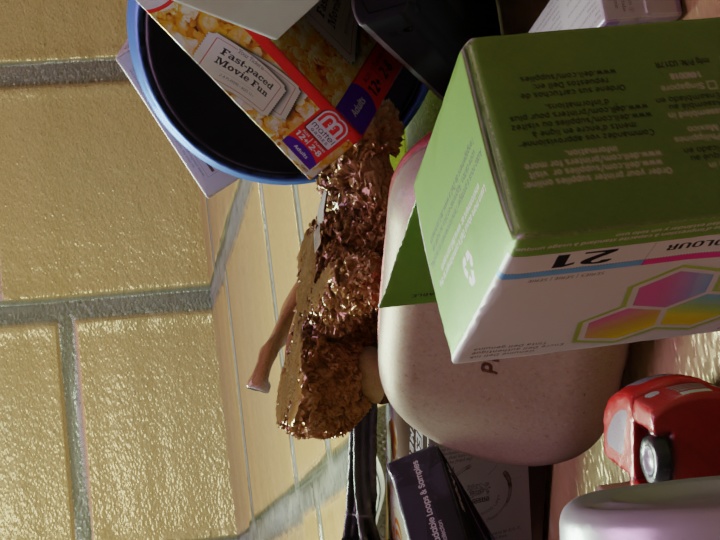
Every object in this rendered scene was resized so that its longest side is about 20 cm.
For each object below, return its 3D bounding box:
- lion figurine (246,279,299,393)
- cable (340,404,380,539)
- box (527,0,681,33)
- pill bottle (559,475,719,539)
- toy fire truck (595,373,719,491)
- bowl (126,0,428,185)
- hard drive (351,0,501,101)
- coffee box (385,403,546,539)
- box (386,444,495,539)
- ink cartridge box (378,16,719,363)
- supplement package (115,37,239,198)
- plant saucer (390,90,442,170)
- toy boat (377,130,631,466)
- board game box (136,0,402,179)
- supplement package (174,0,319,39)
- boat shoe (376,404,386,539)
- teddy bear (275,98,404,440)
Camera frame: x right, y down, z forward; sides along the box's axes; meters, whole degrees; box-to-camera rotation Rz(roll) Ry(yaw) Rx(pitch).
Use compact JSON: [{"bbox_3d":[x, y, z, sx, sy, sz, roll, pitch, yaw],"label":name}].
[{"bbox_3d":[-0.020,0.035,0.940,0.200,0.072,0.123,79,-151,-83],"label":"lion figurine"},{"bbox_3d":[0.011,0.180,0.929,0.097,0.050,0.202,36,-120,-80],"label":"cable"},{"bbox_3d":[0.104,-0.103,0.703,0.200,0.038,0.042,122,140,-71],"label":"box"},{"bbox_3d":[0.135,0.179,0.495,0.111,0.110,0.202,160,105,-78],"label":"pill bottle"},{"bbox_3d":[0.132,0.141,0.642,0.141,0.048,0.202,-151,57,-77],"label":"toy fire truck"},{"bbox_3d":[-0.045,-0.150,0.863,0.039,0.199,0.202,-109,17,-74],"label":"bowl"},{"bbox_3d":[0.038,-0.172,0.778,0.200,0.033,0.141,25,-125,-66],"label":"hard drive"},{"bbox_3d":[0.064,0.148,0.894,0.114,0.079,0.202,-119,26,-63],"label":"coffee box"},{"bbox_3d":[0.078,0.206,0.753,0.200,0.036,0.143,57,-169,-41],"label":"box"},{"bbox_3d":[0.096,-0.006,0.522,0.200,0.147,0.076,106,155,-62],"label":"ink cartridge box"},{"bbox_3d":[-0.049,-0.157,0.939,0.114,0.199,0.110,58,-176,-16],"label":"supplement package"},{"bbox_3d":[0.040,-0.058,1.006,0.200,0.047,0.201,-166,72,-78],"label":"plant saucer"},{"bbox_3d":[0.082,0.001,0.723,0.131,0.130,0.201,-61,-20,-51],"label":"toy boat"},{"bbox_3d":[-0.061,-0.167,0.758,0.046,0.200,0.152,-35,18,34],"label":"board game box"},{"bbox_3d":[-0.079,-0.230,0.614,0.151,0.199,0.152,-35,56,36],"label":"supplement package"},{"bbox_3d":[0.039,0.190,1.064,0.201,0.074,0.063,-101,7,-50],"label":"boat shoe"},{"bbox_3d":[0.000,0.000,0.806,0.145,0.066,0.201,126,152,-62],"label":"teddy bear"}]
